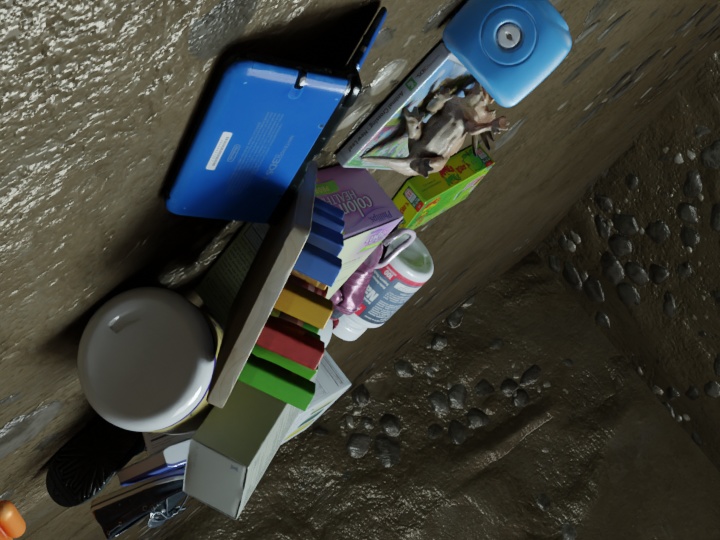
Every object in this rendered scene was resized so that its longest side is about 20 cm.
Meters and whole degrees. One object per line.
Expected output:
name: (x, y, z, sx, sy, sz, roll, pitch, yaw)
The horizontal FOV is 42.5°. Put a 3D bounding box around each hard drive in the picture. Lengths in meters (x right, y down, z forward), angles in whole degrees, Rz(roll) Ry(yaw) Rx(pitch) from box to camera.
hard drive: (-0.232, 0.244, 1.229, 0.130, 0.026, 0.199, -14, 170, -34)

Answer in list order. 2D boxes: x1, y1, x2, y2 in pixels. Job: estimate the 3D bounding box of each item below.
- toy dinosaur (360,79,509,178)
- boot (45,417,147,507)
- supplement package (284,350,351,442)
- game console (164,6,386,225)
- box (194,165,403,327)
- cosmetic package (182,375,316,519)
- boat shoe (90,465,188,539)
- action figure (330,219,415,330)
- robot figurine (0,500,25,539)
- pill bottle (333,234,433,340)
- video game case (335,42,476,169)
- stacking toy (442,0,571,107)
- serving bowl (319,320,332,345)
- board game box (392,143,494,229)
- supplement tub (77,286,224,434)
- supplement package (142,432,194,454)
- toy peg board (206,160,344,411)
toy dinosaur: (0.098, -0.159, 1.112, 0.198, 0.087, 0.136, -35, 177, -1)
boot: (-0.342, 0.254, 1.346, 0.211, 0.080, 0.158, -42, 169, 5)
supplement package: (-0.149, 0.218, 1.680, 0.152, 0.151, 0.199, -45, 168, 25)
game console: (-0.077, -0.145, 0.835, 0.168, 0.120, 0.201, 5, 145, -28)
box: (-0.074, -0.022, 1.130, 0.200, 0.097, 0.175, -46, 168, 32)
cosmetic package: (-0.118, 0.163, 1.044, 0.201, 0.072, 0.105, -56, 168, -47)
boat shoe: (-0.261, 0.298, 1.205, 0.197, 0.063, 0.074, -23, 169, 14)
action figure: (0.000, 0.000, 1.322, 0.133, 0.148, 0.203, -3, 118, -53)
robot figurine: (-0.475, 0.325, 1.078, 0.141, 0.119, 0.200, 7, 161, -3)
pill bottle: (0.022, 0.026, 1.589, 0.200, 0.120, 0.119, -47, 167, 30)
video game case: (0.071, -0.194, 1.141, 0.182, 0.022, 0.199, -45, 168, 19)
stacking toy: (0.169, -0.259, 1.058, 0.110, 0.116, 0.200, -43, 180, 12)
serving bowl: (-0.129, 0.130, 1.461, 0.197, 0.067, 0.200, -22, 178, -1)
board game box: (0.127, -0.132, 1.515, 0.199, 0.048, 0.102, -31, 166, -42)
supplement tub: (-0.214, 0.105, 1.021, 0.145, 0.146, 0.200, -39, 170, -4)
supplement package: (-0.187, 0.155, 1.258, 0.197, 0.113, 0.156, -22, 172, 10)
toy peg board: (-0.061, 0.021, 0.931, 0.201, 0.096, 0.201, -61, -168, 21)
